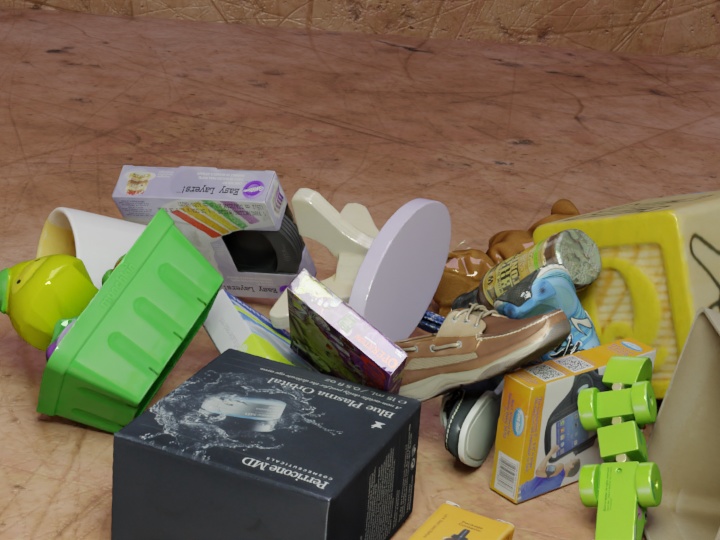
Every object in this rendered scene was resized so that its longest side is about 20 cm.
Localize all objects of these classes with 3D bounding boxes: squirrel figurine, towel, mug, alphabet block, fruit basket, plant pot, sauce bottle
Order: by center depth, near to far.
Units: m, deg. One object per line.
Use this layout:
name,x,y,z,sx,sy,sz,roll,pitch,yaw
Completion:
plant pot,0.362,0.175,1.185,0.176,0.201,0.200,14,20,-7
fruit basket,-0.262,0.036,1.344,0.214,0.156,0.217,8,61,-15
sauce bottle,0.168,0.017,1.468,0.064,0.065,0.200,-11,-14,-36
towel,0.126,0.081,1.489,0.144,0.024,0.200,27,-3,-38
alphabet block,0.329,0.023,1.489,0.199,0.197,0.196,-12,3,-42
mug,-0.270,0.002,1.541,0.152,0.150,0.187,2,26,-30
squirrel figurine,0.175,0.010,1.637,0.185,0.143,0.200,-3,19,-4

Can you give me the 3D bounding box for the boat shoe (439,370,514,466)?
boat shoe,0.108,0.139,1.371,0.060,0.076,0.200,13,10,18

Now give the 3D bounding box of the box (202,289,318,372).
box,-0.089,0.092,1.394,0.122,0.048,0.200,37,5,-29

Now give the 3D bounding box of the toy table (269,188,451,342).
toy table,0.000,0.000,1.436,0.116,0.185,0.200,11,33,26

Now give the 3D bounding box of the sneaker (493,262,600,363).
sneaker,0.199,0.063,1.357,0.200,0.078,0.090,38,19,-53

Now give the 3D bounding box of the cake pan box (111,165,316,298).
cake pan box,-0.159,-0.041,1.590,0.198,0.185,0.053,4,56,18

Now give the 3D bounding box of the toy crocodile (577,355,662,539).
toy crocodile,0.235,0.163,1.244,0.067,0.062,0.201,-11,54,25

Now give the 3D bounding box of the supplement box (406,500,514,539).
supplement box,0.049,0.251,1.065,0.066,0.069,0.200,16,25,24

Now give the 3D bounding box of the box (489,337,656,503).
box,0.212,0.138,1.326,0.199,0.120,0.041,-11,26,-36

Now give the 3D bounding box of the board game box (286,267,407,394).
board game box,-0.014,0.073,1.269,0.120,0.032,0.200,35,-16,10

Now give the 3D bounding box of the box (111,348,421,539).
box,-0.075,0.172,1.171,0.195,0.118,0.200,13,23,20

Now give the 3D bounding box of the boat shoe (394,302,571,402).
boat shoe,0.102,0.067,1.288,0.199,0.072,0.076,-24,-7,35
